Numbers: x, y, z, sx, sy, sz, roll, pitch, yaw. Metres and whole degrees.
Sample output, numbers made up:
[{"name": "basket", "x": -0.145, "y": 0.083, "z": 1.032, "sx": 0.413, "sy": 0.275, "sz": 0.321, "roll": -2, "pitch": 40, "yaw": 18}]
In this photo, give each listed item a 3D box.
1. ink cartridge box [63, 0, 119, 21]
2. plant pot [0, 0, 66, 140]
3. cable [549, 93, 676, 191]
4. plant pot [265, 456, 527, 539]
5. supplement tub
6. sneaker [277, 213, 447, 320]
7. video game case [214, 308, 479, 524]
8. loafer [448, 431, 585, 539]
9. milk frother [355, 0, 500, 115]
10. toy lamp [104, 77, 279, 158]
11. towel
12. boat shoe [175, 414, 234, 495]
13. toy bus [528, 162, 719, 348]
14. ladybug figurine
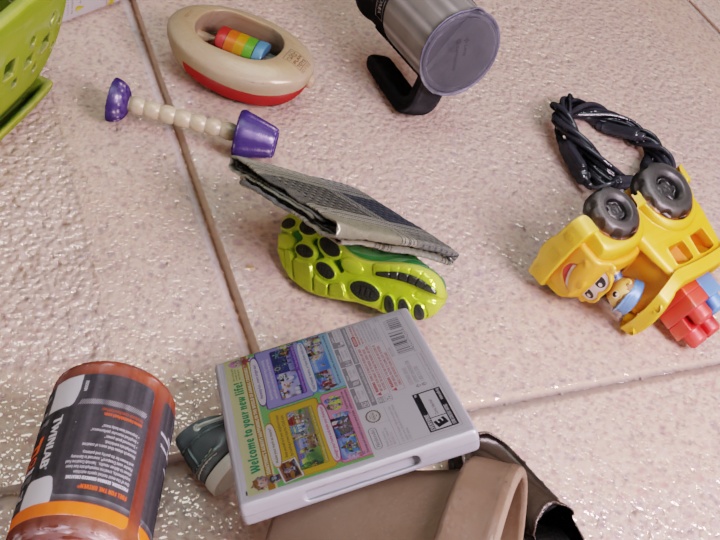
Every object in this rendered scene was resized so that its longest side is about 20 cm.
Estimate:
[{"name": "ink cartridge box", "x": -0.377, "y": -0.433, "z": 1.258, "sx": 0.144, "sy": 0.149, "sz": 0.199, "roll": 37, "pitch": 47, "yaw": 19}, {"name": "plant pot", "x": -0.434, "y": -0.233, "z": 1.017, "sx": 0.196, "sy": 0.183, "sz": 0.201, "roll": 22, "pitch": 43, "yaw": 3}, {"name": "cable", "x": 0.335, "y": -0.173, "z": 1.307, "sx": 0.160, "sy": 0.051, "sz": 0.202, "roll": -3, "pitch": 47, "yaw": -21}, {"name": "plant pot", "x": 0.022, "y": 0.230, "z": 0.731, "sx": 0.172, "sy": 0.203, "sz": 0.201, "roll": 9, "pitch": 41, "yaw": 17}, {"name": "supplement tub", "x": -0.206, "y": 0.175, "z": 0.744, "sx": 0.105, "sy": 0.108, "sz": 0.202, "roll": 10, "pitch": 44, "yaw": -8}, {"name": "sneaker", "x": 0.000, "y": 0.000, "z": 1.025, "sx": 0.198, "sy": 0.075, "sz": 0.083, "roll": 24, "pitch": 10, "yaw": 17}, {"name": "video game case", "x": -0.020, "y": 0.107, "z": 0.782, "sx": 0.179, "sy": 0.022, "sz": 0.201, "roll": -16, "pitch": 28, "yaw": -6}, {"name": "loafer", "x": 0.153, "y": 0.212, "z": 0.851, "sx": 0.072, "sy": 0.072, "sz": 0.201, "roll": -20, "pitch": 55, "yaw": -33}, {"name": "milk frother", "x": 0.115, "y": -0.311, "z": 1.278, "sx": 0.197, "sy": 0.182, "sz": 0.189, "roll": -15, "pitch": 48, "yaw": -22}, {"name": "toy lamp", "x": -0.192, "y": -0.172, "z": 1.128, "sx": 0.196, "sy": 0.059, "sz": 0.059, "roll": 14, "pitch": 44, "yaw": -5}, {"name": "towel", "x": -0.021, "y": -0.057, "z": 1.008, "sx": 0.198, "sy": 0.035, "sz": 0.192, "roll": 11, "pitch": 18, "yaw": -47}, {"name": "boat shoe", "x": -0.082, "y": 0.112, "z": 0.873, "sx": 0.061, "sy": 0.073, "sz": 0.200, "roll": 37, "pitch": 52, "yaw": 14}, {"name": "toy bus", "x": 0.315, "y": 0.004, "z": 1.086, "sx": 0.198, "sy": 0.136, "sz": 0.194, "roll": -23, "pitch": 72, "yaw": -32}, {"name": "ladybug figurine", "x": -0.149, "y": -0.262, "z": 1.219, "sx": 0.197, "sy": 0.073, "sz": 0.136, "roll": 25, "pitch": 45, "yaw": 7}]
